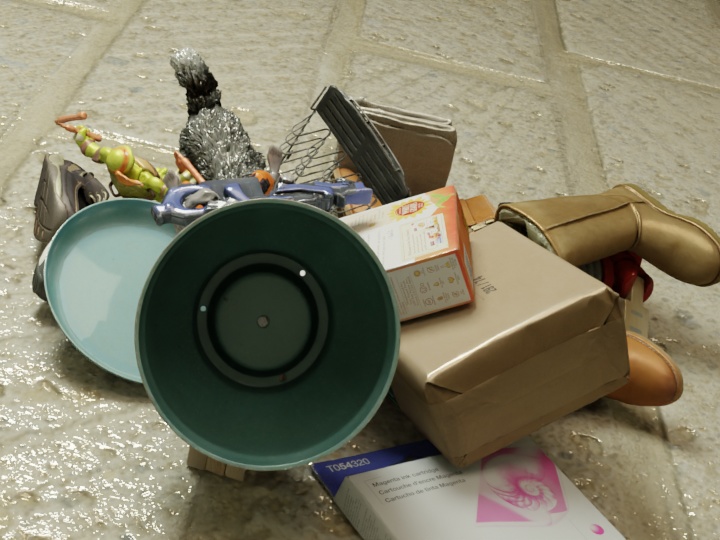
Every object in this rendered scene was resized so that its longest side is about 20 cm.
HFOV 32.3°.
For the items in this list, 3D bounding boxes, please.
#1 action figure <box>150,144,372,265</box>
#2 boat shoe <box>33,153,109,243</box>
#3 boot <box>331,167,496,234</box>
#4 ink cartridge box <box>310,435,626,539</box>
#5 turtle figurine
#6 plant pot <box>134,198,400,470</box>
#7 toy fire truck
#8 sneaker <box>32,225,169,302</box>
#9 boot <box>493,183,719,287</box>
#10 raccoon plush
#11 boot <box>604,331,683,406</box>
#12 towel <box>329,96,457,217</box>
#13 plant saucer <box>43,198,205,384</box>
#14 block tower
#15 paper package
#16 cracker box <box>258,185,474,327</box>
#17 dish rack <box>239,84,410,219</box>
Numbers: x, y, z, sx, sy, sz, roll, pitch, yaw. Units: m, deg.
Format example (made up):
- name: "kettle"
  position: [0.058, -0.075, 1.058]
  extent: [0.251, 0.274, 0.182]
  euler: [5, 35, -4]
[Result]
- name: "action figure"
  position: [-0.092, -0.045, 1.144]
  extent: [0.197, 0.106, 0.194]
  euler: [-2, 31, -9]
- name: "boat shoe"
  position: [-0.295, -0.075, 1.287]
  extent: [0.073, 0.075, 0.200]
  euler: [12, 17, -18]
- name: "boot"
  position: [0.066, -0.050, 1.332]
  extent: [0.154, 0.074, 0.201]
  euler: [-27, 73, -9]
- name: "ink cartridge box"
  position: [0.088, 0.194, 1.040]
  extent: [0.195, 0.044, 0.200]
  euler: [-8, 37, -33]
- name: "turtle figurine"
  position: [-0.224, -0.094, 1.314]
  extent: [0.198, 0.065, 0.161]
  euler: [21, -7, 20]
- name: "plant pot"
  position: [-0.075, 0.044, 0.987]
  extent: [0.198, 0.203, 0.134]
  euler: [10, 2, -7]
- name: "toy fire truck"
  position: [0.239, 0.021, 1.354]
  extent: [0.174, 0.130, 0.200]
  euler: [3, 20, -18]
- name: "sneaker"
  position: [-0.225, -0.005, 1.215]
  extent: [0.084, 0.075, 0.199]
  euler: [34, 34, 31]
- name: "boot"
  position: [0.262, -0.024, 1.295]
  extent: [0.199, 0.067, 0.175]
  euler: [-12, 37, -40]
- name: "raccoon plush"
  position: [-0.163, -0.138, 1.381]
  extent: [0.096, 0.201, 0.134]
  euler: [-35, 25, -7]
- name: "boot"
  position: [0.199, 0.102, 1.210]
  extent: [0.199, 0.077, 0.155]
  euler: [27, 30, 28]
- name: "towel"
  position: [0.030, -0.102, 1.377]
  extent: [0.131, 0.201, 0.035]
  euler: [14, 47, -1]
- name: "plant saucer"
  position: [-0.199, 0.023, 1.157]
  extent: [0.198, 0.027, 0.202]
  euler: [17, 50, -21]
- name: "block tower"
  position: [-0.098, 0.106, 1.097]
  extent: [0.053, 0.058, 0.200]
  euler: [16, 27, 5]
- name: "paper package"
  position: [0.107, 0.060, 1.112]
  extent: [0.189, 0.104, 0.200]
  euler: [-24, 27, -14]
- name: "cracker box"
  position: [0.000, 0.000, 1.121]
  extent: [0.198, 0.058, 0.134]
  euler: [-15, 26, 11]
- name: "dish rack"
  position: [-0.035, -0.078, 1.232]
  extent: [0.054, 0.200, 0.154]
  euler: [-29, 78, -37]
